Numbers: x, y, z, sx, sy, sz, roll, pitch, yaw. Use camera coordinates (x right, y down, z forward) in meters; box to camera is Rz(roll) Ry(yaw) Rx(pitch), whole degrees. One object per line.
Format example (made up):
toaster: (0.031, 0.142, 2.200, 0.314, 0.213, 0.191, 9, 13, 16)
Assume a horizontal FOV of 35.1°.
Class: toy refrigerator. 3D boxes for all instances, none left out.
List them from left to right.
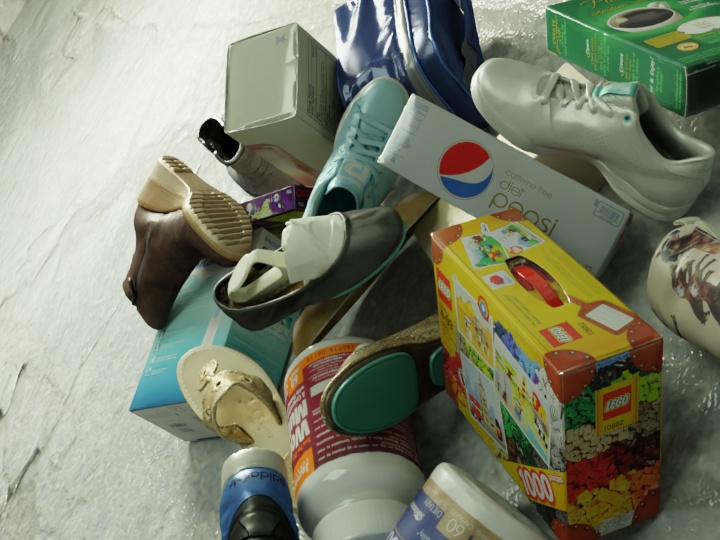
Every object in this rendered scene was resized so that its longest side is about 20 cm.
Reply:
toy refrigerator: (0.143, -0.075, 0.993, 0.200, 0.076, 0.070, -48, 34, 12)

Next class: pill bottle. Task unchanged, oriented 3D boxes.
pill bottle: (-0.003, 0.161, 0.942, 0.109, 0.109, 0.202, -38, 37, 23)
pill bottle: (0.045, 0.248, 0.804, 0.201, 0.111, 0.111, -56, 34, -1)

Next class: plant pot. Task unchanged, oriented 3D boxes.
plant pot: (0.000, 0.000, 1.048, 0.201, 0.027, 0.200, -50, -3, -3)

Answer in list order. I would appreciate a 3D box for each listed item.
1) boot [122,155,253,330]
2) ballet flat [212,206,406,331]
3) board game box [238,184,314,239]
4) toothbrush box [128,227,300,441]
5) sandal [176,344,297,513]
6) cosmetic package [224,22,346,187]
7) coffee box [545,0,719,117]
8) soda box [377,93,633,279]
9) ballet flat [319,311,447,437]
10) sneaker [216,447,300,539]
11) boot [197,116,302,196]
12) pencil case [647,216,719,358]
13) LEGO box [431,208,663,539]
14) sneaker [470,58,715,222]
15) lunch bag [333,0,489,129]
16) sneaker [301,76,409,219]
boot: (-0.186, -0.008, 1.204, 0.200, 0.072, 0.168, 44, 123, 44)
ballet flat: (-0.052, -0.002, 0.948, 0.199, 0.068, 0.069, -32, 48, 36)
board game box: (-0.091, -0.055, 1.233, 0.198, 0.119, 0.033, -13, 75, 45)
toothbrush box: (-0.148, 0.070, 1.222, 0.145, 0.085, 0.203, -15, 51, 45)
sandal: (-0.106, 0.129, 1.055, 0.077, 0.070, 0.212, -38, 61, -12)
cosmetic package: (-0.047, -0.154, 1.159, 0.086, 0.199, 0.105, -10, 67, 27)
coffee box: (0.251, -0.187, 0.930, 0.121, 0.045, 0.200, -19, 31, -18)
soda box: (0.117, -0.066, 0.913, 0.198, 0.068, 0.064, 31, 99, 13)
ballet flat: (0.034, 0.078, 0.926, 0.065, 0.198, 0.072, 17, 118, 48)
sneaker: (-0.079, 0.250, 0.909, 0.112, 0.075, 0.202, -102, 13, -51)
boot: (-0.142, -0.142, 1.355, 0.070, 0.131, 0.199, -57, 34, -3)
pencil case: (0.272, 0.025, 0.740, 0.199, 0.077, 0.091, 31, 111, 57)
LEGO box: (0.128, 0.070, 0.810, 0.076, 0.151, 0.200, -16, 31, -14)
sneaker: (0.181, -0.121, 0.875, 0.076, 0.198, 0.089, -57, -8, -27)
lunch bag: (0.062, -0.217, 1.158, 0.131, 0.136, 0.202, -25, 46, 22)
sneaker: (0.000, -0.084, 1.029, 0.082, 0.073, 0.203, 158, 132, -82)
